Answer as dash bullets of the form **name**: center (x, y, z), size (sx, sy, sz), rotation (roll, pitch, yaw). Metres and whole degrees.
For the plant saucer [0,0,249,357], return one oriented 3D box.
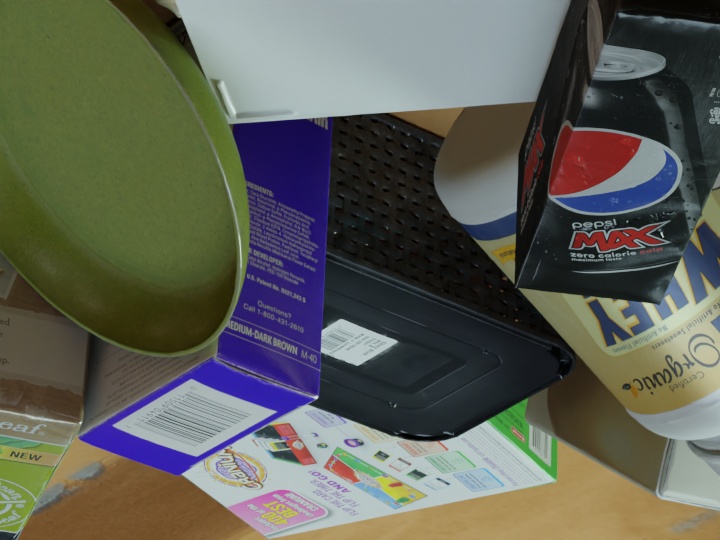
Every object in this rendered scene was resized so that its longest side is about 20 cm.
- **plant saucer**: center (-0.114, -0.057, 1.259), size (0.200, 0.031, 0.201), rotation (30, 139, 29)

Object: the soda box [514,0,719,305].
- **soda box**: center (0.107, -0.066, 1.143), size (0.063, 0.071, 0.200), rotation (7, 149, -5)

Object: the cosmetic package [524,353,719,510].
- **cosmetic package**: center (0.168, 0.072, 1.532), size (0.105, 0.071, 0.200), rotation (12, -176, -19)

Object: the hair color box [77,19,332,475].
- **hair color box**: center (-0.069, -0.020, 1.361), size (0.065, 0.201, 0.109), rotation (22, 146, -33)

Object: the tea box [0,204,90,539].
- **tea box**: center (-0.242, 0.037, 1.396), size (0.199, 0.134, 0.197), rotation (11, 149, -14)

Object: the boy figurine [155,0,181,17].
- **boy figurine**: center (-0.129, -0.142, 1.291), size (0.124, 0.065, 0.200), rotation (19, 150, -9)

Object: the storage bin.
- **storage bin**: center (0.000, 0.000, 1.502), size (0.199, 0.094, 0.135), rotation (21, 146, -30)

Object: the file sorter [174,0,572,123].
- **file sorter**: center (0.030, -0.154, 1.192), size (0.199, 0.125, 0.139), rotation (-3, 149, 11)

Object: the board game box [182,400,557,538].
- **board game box**: center (-0.008, 0.093, 1.719), size (0.199, 0.041, 0.153), rotation (-13, 147, 27)

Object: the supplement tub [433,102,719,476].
- **supplement tub**: center (0.145, -0.016, 1.344), size (0.144, 0.145, 0.200), rotation (-27, 113, 42)
